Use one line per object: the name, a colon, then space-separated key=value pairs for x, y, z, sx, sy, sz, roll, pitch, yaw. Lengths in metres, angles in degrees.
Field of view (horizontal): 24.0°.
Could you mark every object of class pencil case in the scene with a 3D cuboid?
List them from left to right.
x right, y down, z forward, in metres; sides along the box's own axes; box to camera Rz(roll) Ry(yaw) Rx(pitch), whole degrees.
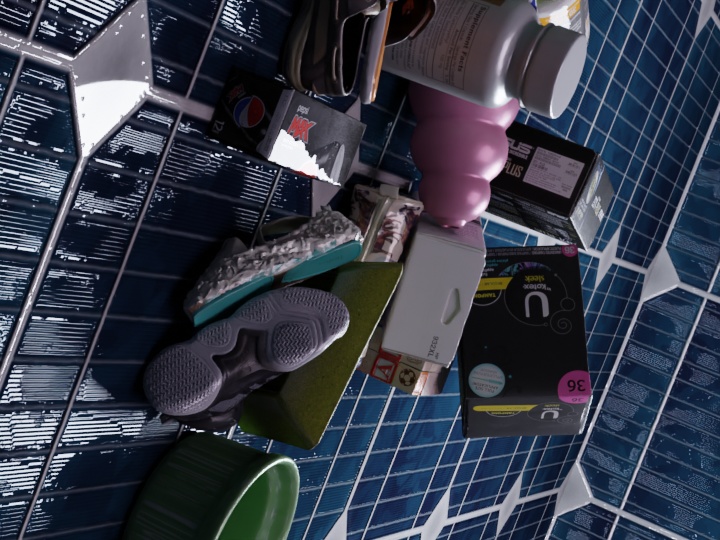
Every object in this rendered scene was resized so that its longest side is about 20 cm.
pencil case: x=0.000 y=0.000 z=1.827 sx=0.089 sy=0.078 sz=0.200 roll=-102 pitch=-147 yaw=-84

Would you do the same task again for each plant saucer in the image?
plant saucer: x=-0.058 y=0.069 z=1.673 sx=0.200 sy=0.048 sz=0.200 roll=-64 pitch=-158 yaw=-11

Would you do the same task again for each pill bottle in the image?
pill bottle: x=0.119 y=-0.227 z=1.709 sx=0.114 sy=0.200 sz=0.114 roll=-54 pitch=157 yaw=-35
pill bottle: x=0.214 y=-0.301 z=2.013 sx=0.116 sy=0.116 sz=0.200 roll=-61 pitch=160 yaw=-18

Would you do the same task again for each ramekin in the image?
ramekin: x=-0.152 y=0.257 z=1.675 sx=0.200 sy=0.098 sz=0.200 roll=-53 pitch=156 yaw=-36

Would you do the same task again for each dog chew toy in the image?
dog chew toy: x=0.109 y=-0.146 z=1.844 sx=0.125 sy=0.124 sz=0.200 roll=24 pitch=72 yaw=-71

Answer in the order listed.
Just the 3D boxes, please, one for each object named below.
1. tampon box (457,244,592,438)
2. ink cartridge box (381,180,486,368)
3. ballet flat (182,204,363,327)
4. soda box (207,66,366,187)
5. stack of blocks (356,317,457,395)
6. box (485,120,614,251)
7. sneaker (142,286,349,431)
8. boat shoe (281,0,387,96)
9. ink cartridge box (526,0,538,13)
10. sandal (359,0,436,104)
tampon box: x=0.192 y=0.086 z=2.047 sx=0.126 sy=0.150 sz=0.200 roll=87 pitch=0 yaw=-63
ink cartridge box: x=0.081 y=0.000 z=1.930 sx=0.200 sy=0.084 sz=0.145 roll=-87 pitch=-167 yaw=-70
ballet flat: x=-0.090 y=-0.008 z=1.580 sx=0.200 sy=0.072 sz=0.072 roll=-23 pitch=137 yaw=-31
soda box: x=-0.063 y=-0.127 z=1.542 sx=0.071 sy=0.063 sz=0.200 roll=-69 pitch=161 yaw=3
stack of blocks: x=0.052 y=0.100 z=2.024 sx=0.059 sy=0.115 sz=0.200 roll=-68 pitch=162 yaw=3
box: x=0.188 y=-0.113 z=2.019 sx=0.086 sy=0.200 sz=0.164 roll=-65 pitch=161 yaw=-7
sneaker: x=-0.105 y=0.086 z=1.577 sx=0.200 sy=0.076 sz=0.114 roll=-24 pitch=160 yaw=-12
boat shoe: x=-0.009 y=-0.251 z=1.530 sx=0.074 sy=0.073 sz=0.200 roll=-30 pitch=139 yaw=-61
ink cartridge box: x=0.160 y=-0.253 z=1.950 sx=0.200 sy=0.095 sz=0.037 roll=71 pitch=21 yaw=-61
sandal: x=0.040 y=-0.239 z=1.617 sx=0.079 sy=0.059 sz=0.207 roll=103 pitch=-3 yaw=-60
